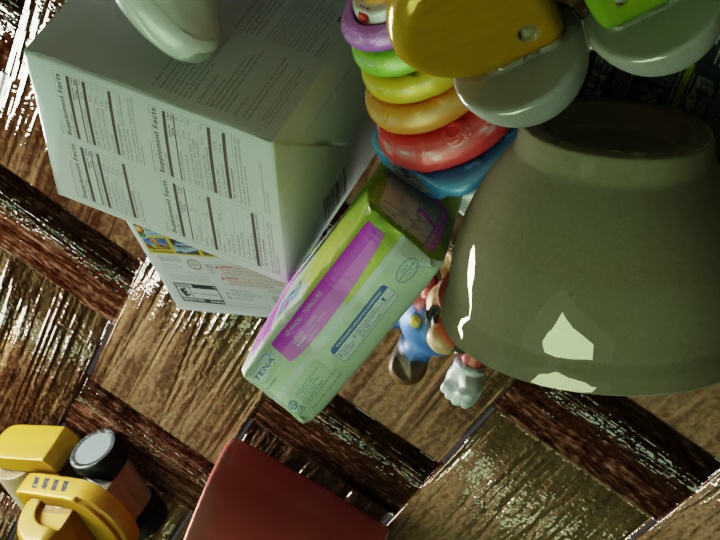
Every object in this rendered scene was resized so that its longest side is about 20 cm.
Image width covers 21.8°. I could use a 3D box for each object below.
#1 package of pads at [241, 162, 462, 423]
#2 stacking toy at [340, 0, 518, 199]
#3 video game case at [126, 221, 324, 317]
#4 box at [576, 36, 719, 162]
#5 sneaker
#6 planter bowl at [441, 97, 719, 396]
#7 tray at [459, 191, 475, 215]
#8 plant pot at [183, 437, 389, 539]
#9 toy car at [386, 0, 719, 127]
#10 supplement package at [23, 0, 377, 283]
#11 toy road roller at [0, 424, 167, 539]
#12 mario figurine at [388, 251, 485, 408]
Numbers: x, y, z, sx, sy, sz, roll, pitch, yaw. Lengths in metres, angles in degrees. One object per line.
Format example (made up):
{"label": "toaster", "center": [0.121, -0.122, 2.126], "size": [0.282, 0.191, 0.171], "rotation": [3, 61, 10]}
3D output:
{"label": "package of pads", "center": [0.000, 0.000, 1.289], "size": [0.068, 0.200, 0.155], "rotation": [37, 107, -5]}
{"label": "stacking toy", "center": [0.031, -0.151, 1.182], "size": [0.116, 0.110, 0.200], "rotation": [35, 164, 47]}
{"label": "video game case", "center": [-0.114, -0.032, 1.569], "size": [0.199, 0.023, 0.183], "rotation": [4, 136, 37]}
{"label": "box", "center": [0.220, -0.118, 1.169], "size": [0.159, 0.044, 0.201], "rotation": [27, 146, 10]}
{"label": "sneaker", "center": [-0.130, -0.237, 1.233], "size": [0.080, 0.070, 0.202], "rotation": [-19, 88, 41]}
{"label": "planter bowl", "center": [0.152, -0.027, 1.152], "size": [0.199, 0.200, 0.136], "rotation": [14, 115, 26]}
{"label": "tray", "center": [0.162, -0.020, 1.355], "size": [0.200, 0.022, 0.107], "rotation": [39, 146, -7]}
{"label": "plant pot", "center": [-0.076, 0.282, 1.790], "size": [0.176, 0.202, 0.201], "rotation": [20, 145, 3]}
{"label": "toy car", "center": [0.104, -0.191, 1.042], "size": [0.198, 0.151, 0.175], "rotation": [-20, 139, 16]}
{"label": "supplement package", "center": [-0.107, -0.121, 1.338], "size": [0.198, 0.152, 0.151], "rotation": [21, 144, 19]}
{"label": "toy road roller", "center": [-0.318, 0.254, 1.974], "size": [0.199, 0.146, 0.123], "rotation": [1, 134, 38]}
{"label": "mario figurine", "center": [0.052, 0.045, 1.445], "size": [0.122, 0.107, 0.200], "rotation": [7, 163, -24]}
